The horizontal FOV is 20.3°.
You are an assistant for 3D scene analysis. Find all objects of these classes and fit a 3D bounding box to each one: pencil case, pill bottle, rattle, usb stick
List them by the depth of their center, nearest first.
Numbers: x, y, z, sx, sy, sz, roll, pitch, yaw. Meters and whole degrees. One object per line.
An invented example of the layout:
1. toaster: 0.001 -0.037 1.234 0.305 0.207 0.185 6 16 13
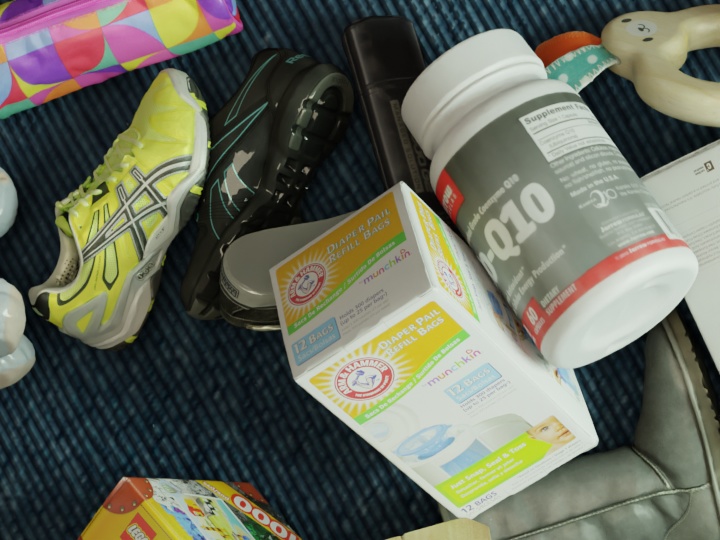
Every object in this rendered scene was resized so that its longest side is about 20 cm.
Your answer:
1. pill bottle: 0.115 -0.048 1.283 0.114 0.114 0.200 -35 68 5
2. rattle: 0.204 -0.171 1.311 0.199 0.143 0.130 15 57 20
3. usb stick: 0.034 -0.084 1.360 0.055 0.033 0.201 -7 68 -21
4. pencil case: -0.180 -0.174 1.393 0.199 0.088 0.089 -21 86 7

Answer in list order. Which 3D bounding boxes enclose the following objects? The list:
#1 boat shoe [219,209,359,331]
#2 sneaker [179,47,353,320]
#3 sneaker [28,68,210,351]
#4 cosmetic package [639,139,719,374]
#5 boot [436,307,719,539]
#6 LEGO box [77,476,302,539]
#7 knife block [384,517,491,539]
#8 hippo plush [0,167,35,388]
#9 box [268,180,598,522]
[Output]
1. boat shoe: 0.000 0.000 1.376 0.199 0.064 0.071 -6 56 -13
2. sneaker: -0.076 -0.061 1.395 0.079 0.075 0.200 32 98 33
3. sneaker: -0.163 -0.045 1.380 0.076 0.075 0.201 19 90 -31
4. cosmetic package: 0.270 0.011 1.312 0.085 0.108 0.201 -25 85 30
5. boot: 0.149 0.134 1.360 0.199 0.073 0.183 -15 88 13
6. LEGO box: -0.072 0.229 1.303 0.200 0.149 0.077 44 106 27
7. knife block: 0.058 0.242 1.227 0.175 0.200 0.064 42 117 28
8. hippo plush: -0.318 -0.007 1.391 0.199 0.159 0.161 11 59 -21
9. box: 0.047 0.055 1.288 0.112 0.200 0.102 -33 42 16
